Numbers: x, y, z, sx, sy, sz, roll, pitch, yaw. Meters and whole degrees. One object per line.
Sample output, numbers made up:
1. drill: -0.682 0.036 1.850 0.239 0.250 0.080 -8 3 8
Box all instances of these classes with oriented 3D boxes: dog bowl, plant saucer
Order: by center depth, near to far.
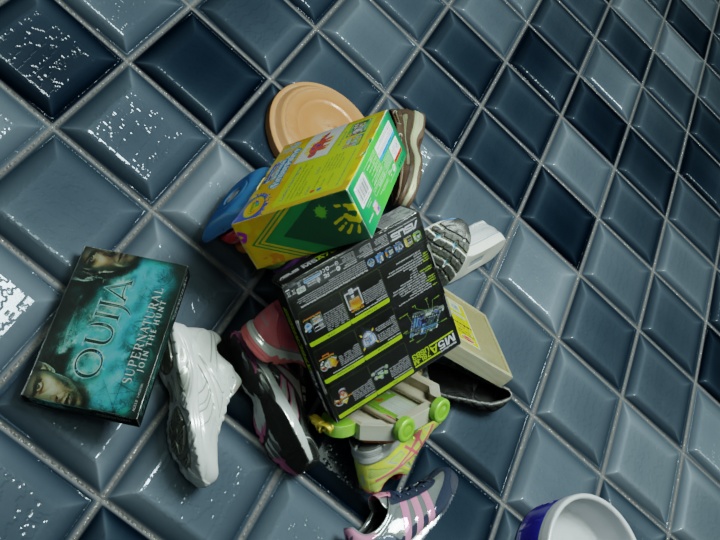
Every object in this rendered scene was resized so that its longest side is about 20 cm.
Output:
1. dog bowl: 0.322 0.438 1.138 0.197 0.079 0.204 16 59 -28
2. plant saucer: -0.057 -0.215 1.239 0.197 0.032 0.204 15 60 -27

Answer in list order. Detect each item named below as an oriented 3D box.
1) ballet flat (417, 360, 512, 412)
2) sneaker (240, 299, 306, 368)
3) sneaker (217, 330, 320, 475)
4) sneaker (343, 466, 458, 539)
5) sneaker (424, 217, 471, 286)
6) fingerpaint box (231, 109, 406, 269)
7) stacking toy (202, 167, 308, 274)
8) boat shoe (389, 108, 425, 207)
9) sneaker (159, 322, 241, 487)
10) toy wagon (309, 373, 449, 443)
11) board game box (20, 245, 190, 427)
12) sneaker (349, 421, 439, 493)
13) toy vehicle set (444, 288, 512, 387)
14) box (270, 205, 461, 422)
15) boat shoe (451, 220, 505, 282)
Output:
1. ballet flat: 0.141 0.166 1.165 0.197 0.057 0.068 18 57 -26
2. sneaker: -0.057 0.081 0.993 0.199 0.087 0.074 16 33 -51
3. sneaker: -0.097 0.156 0.996 0.086 0.080 0.203 -22 83 -43
4. sneaker: 0.057 0.312 1.025 0.083 0.070 0.200 54 49 -4
5. sneaker: 0.071 -0.004 1.046 0.078 0.200 0.090 39 29 -10
6. fingerpaint box: -0.045 -0.102 0.969 0.074 0.164 0.201 61 30 -28
7. stacking toy: -0.109 -0.034 1.078 0.200 0.115 0.111 46 44 -21
8. boat shoe: 0.059 -0.188 1.286 0.074 0.075 0.205 16 51 -12
9. sneaker: -0.184 0.157 0.939 0.098 0.078 0.204 2 67 -37
10. toy wagon: 0.014 0.179 1.020 0.198 0.154 0.040 -19 118 -41
11. board game box: -0.291 0.071 0.902 0.133 0.028 0.203 11 57 0
12. sneaker: 0.052 0.238 1.068 0.199 0.077 0.092 -20 112 -48
13. toy vehicle set: 0.143 0.085 1.144 0.199 0.026 0.126 31 30 -40
14. box: 0.013 0.052 0.947 0.198 0.047 0.196 -30 116 -19
15. boat shoe: 0.158 -0.036 1.276 0.198 0.073 0.069 -27 61 -33
